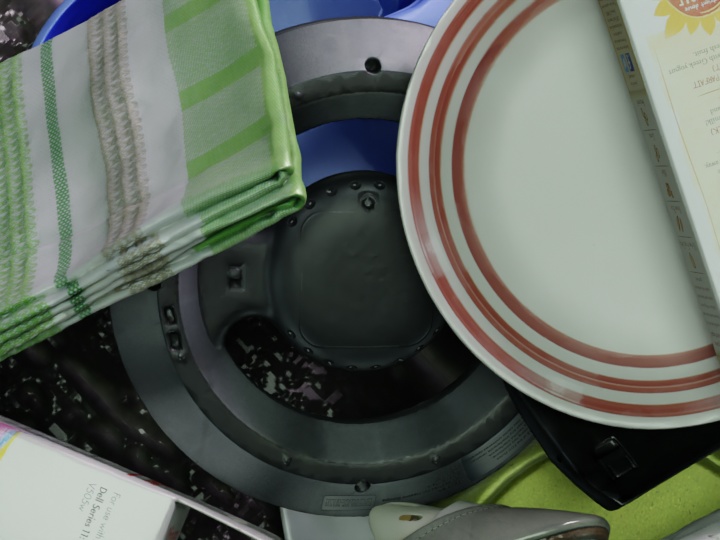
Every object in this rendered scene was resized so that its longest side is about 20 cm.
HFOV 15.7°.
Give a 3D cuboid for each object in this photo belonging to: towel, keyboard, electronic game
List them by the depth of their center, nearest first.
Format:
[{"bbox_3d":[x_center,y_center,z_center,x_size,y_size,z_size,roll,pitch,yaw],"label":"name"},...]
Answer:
[{"bbox_3d":[-0.119,-0.039,0.983,0.200,0.031,0.149,-27,46,14],"label":"towel"},{"bbox_3d":[0.000,0.000,1.022,0.200,0.042,0.200,-2,102,-9],"label":"electronic game"},{"bbox_3d":[0.162,0.035,1.025,0.200,0.040,0.104,-29,66,-12],"label":"keyboard"}]

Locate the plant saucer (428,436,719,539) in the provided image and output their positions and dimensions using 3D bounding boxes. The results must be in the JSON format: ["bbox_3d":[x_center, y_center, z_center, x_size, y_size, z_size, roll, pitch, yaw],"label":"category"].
[{"bbox_3d":[0.106,0.141,1.059,0.200,0.031,0.200,0,84,-2],"label":"plant saucer"}]

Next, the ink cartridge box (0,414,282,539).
[{"bbox_3d":[-0.135,0.099,1.045,0.200,0.117,0.067,22,85,2],"label":"ink cartridge box"}]

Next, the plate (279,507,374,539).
[{"bbox_3d":[0.078,0.163,1.087,0.199,0.032,0.200,-10,85,-2],"label":"plate"}]

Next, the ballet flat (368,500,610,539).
[{"bbox_3d":[0.004,0.126,1.023,0.200,0.067,0.064,-33,60,22],"label":"ballet flat"}]

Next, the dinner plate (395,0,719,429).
[{"bbox_3d":[0.112,-0.040,0.993,0.200,0.024,0.201,0,91,-7],"label":"dinner plate"}]

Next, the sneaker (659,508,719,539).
[{"bbox_3d":[0.153,0.126,0.997,0.200,0.100,0.075,-27,83,-6],"label":"sneaker"}]

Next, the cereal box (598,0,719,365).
[{"bbox_3d":[0.177,-0.064,0.969,0.144,0.040,0.200,-18,94,-6],"label":"cereal box"}]

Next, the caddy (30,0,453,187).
[{"bbox_3d":[-0.042,-0.069,1.069,0.200,0.105,0.142,-23,84,-3],"label":"caddy"}]
